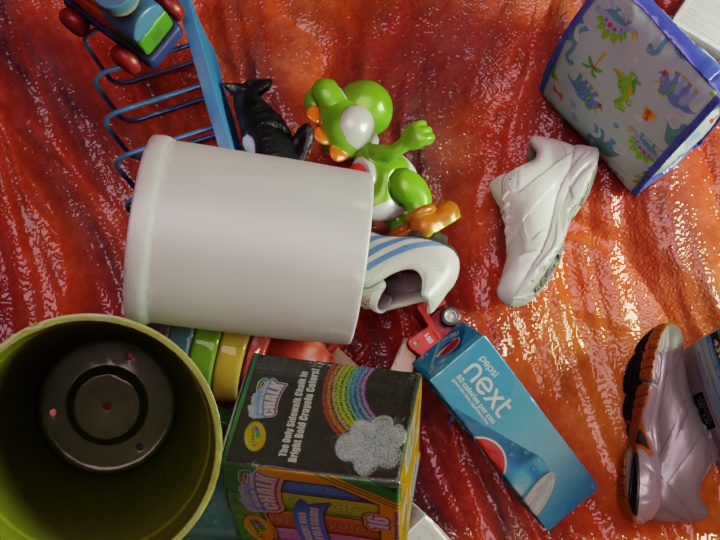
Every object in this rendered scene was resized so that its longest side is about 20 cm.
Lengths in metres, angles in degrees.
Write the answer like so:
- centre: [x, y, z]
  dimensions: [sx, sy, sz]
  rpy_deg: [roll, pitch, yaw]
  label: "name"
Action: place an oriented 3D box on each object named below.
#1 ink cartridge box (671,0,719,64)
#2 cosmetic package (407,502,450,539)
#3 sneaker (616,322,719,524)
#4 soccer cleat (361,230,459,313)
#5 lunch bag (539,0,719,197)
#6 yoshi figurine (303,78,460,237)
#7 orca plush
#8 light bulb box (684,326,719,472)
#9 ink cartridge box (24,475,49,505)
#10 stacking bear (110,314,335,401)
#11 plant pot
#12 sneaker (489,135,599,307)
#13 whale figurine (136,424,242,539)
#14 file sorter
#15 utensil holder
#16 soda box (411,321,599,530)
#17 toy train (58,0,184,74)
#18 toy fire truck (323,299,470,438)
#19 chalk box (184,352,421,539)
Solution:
- centre: [0.454, -0.295, 1.203]
  dimensions: [0.162, 0.050, 0.200]
  rpy_deg: [34, 69, 9]
  label: "ink cartridge box"
- centre: [-0.007, 0.303, 1.002]
  dimensions: [0.200, 0.102, 0.074]
  rpy_deg: [-43, 106, -9]
  label: "cosmetic package"
- centre: [0.313, 0.154, 1.070]
  dimensions: [0.092, 0.076, 0.201]
  rpy_deg: [8, 83, -5]
  label: "sneaker"
- centre: [0.000, 0.000, 1.069]
  dimensions: [0.199, 0.070, 0.086]
  rpy_deg: [3, 50, 30]
  label: "soccer cleat"
- centre: [0.288, -0.197, 1.091]
  dimensions: [0.127, 0.200, 0.170]
  rpy_deg: [-39, 78, -9]
  label: "lunch bag"
- centre: [0.027, -0.122, 1.115]
  dimensions: [0.112, 0.112, 0.200]
  rpy_deg: [-36, 89, 13]
  label: "yoshi figurine"
- centre: [-0.069, -0.127, 1.087]
  dimensions: [0.071, 0.105, 0.200]
  rpy_deg: [-34, 52, 23]
  label: "orca plush"
- centre: [0.413, 0.134, 1.002]
  dimensions: [0.124, 0.200, 0.199]
  rpy_deg: [-16, 75, -4]
  label: "light bulb box"
- centre: [-0.251, 0.287, 0.976]
  dimensions: [0.084, 0.176, 0.200]
  rpy_deg: [-42, 78, -9]
  label: "ink cartridge box"
- centre: [-0.127, 0.083, 1.045]
  dimensions: [0.199, 0.121, 0.114]
  rpy_deg: [13, 107, 4]
  label: "stacking bear"
- centre: [-0.219, 0.127, 0.895]
  dimensions: [0.200, 0.193, 0.201]
  rpy_deg: [0, 93, -9]
  label: "plant pot"
- centre: [0.174, -0.055, 1.126]
  dimensions: [0.099, 0.078, 0.200]
  rpy_deg: [22, 67, 13]
  label: "sneaker"
- centre: [-0.129, 0.213, 1.033]
  dimensions: [0.199, 0.104, 0.159]
  rpy_deg: [25, 76, 4]
  label: "whale figurine"
- centre: [-0.196, -0.153, 1.115]
  dimensions: [0.122, 0.139, 0.201]
  rpy_deg: [-18, 75, 0]
  label: "file sorter"
- centre: [-0.097, -0.025, 0.959]
  dimensions: [0.199, 0.170, 0.171]
  rpy_deg: [7, 75, -4]
  label: "utensil holder"
- centre: [0.139, 0.148, 1.025]
  dimensions: [0.068, 0.064, 0.200]
  rpy_deg: [-39, 105, -4]
  label: "soda box"
- centre: [-0.269, -0.283, 1.025]
  dimensions: [0.200, 0.116, 0.085]
  rpy_deg: [37, 83, 13]
  label: "toy train"
- centre: [0.051, 0.098, 1.091]
  dimensions: [0.141, 0.049, 0.200]
  rpy_deg: [-32, 78, -8]
  label: "toy fire truck"
- centre: [-0.052, 0.162, 0.954]
  dimensions: [0.199, 0.124, 0.125]
  rpy_deg: [6, 45, 10]
  label: "chalk box"
